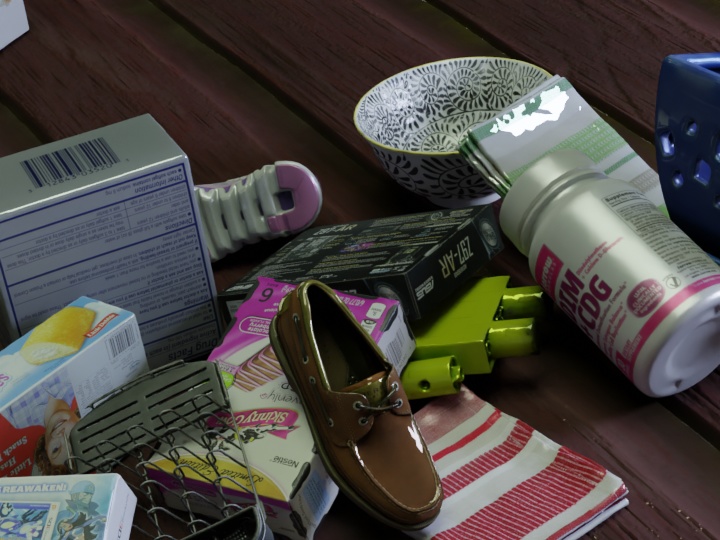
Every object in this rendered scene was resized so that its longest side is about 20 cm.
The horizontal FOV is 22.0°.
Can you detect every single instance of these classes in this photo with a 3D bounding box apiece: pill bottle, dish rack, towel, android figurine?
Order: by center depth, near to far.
[{"bbox_3d":[-0.150,0.155,1.362,0.153,0.055,0.200,-25,53,8],"label":"dish rack"},{"bbox_3d":[0.086,0.160,1.405,0.144,0.023,0.200,-29,37,-28],"label":"towel"},{"bbox_3d":[0.208,-0.002,1.494,0.113,0.113,0.200,-25,53,-24],"label":"pill bottle"},{"bbox_3d":[0.058,0.052,1.549,0.200,0.041,0.182,-8,24,18],"label":"android figurine"},{"bbox_3d":[0.200,-0.080,1.657,0.149,0.031,0.200,-34,73,-32],"label":"towel"}]

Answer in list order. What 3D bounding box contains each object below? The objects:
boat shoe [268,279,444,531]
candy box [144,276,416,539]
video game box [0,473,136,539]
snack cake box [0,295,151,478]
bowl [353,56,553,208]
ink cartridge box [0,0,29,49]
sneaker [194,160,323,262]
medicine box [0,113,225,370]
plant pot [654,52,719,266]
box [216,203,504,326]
[{"bbox_3d":[-0.002,0.099,1.356,0.072,0.068,0.200,-29,75,-29],"label":"boat shoe"},{"bbox_3d":[-0.061,0.104,1.446,0.136,0.061,0.200,9,54,29],"label":"candy box"},{"bbox_3d":[-0.268,0.233,1.290,0.200,0.047,0.182,-3,57,16],"label":"video game box"},{"bbox_3d":[-0.256,0.122,1.469,0.067,0.115,0.200,16,39,36],"label":"snack cake box"},{"bbox_3d":[0.098,-0.121,1.787,0.201,0.094,0.201,-6,31,4],"label":"bowl"},{"bbox_3d":[-0.502,-0.375,2.262,0.145,0.200,0.083,9,33,27],"label":"ink cartridge box"},{"bbox_3d":[-0.119,-0.055,1.763,0.200,0.081,0.088,-12,5,18],"label":"sneaker"},{"bbox_3d":[-0.229,-0.005,1.585,0.182,0.200,0.103,-19,33,-16],"label":"medicine box"},{"bbox_3d":[0.362,-0.068,1.518,0.200,0.180,0.200,-6,24,-37],"label":"plant pot"},{"bbox_3d":[0.000,0.000,1.597,0.200,0.044,0.160,-7,19,34],"label":"box"}]
